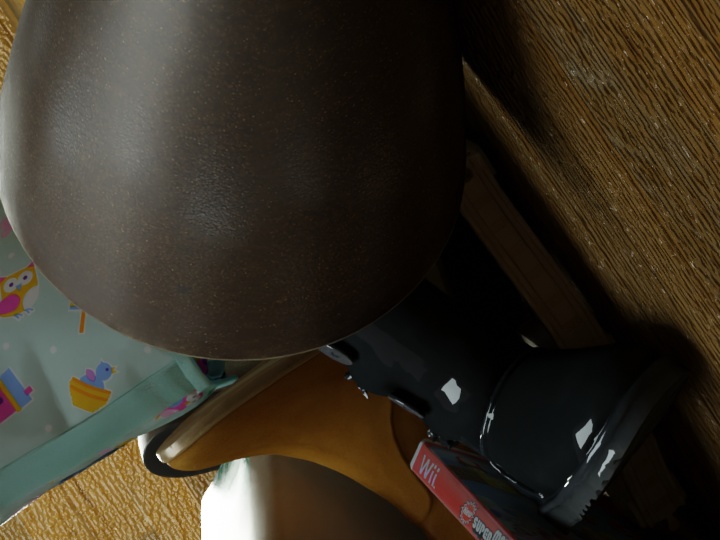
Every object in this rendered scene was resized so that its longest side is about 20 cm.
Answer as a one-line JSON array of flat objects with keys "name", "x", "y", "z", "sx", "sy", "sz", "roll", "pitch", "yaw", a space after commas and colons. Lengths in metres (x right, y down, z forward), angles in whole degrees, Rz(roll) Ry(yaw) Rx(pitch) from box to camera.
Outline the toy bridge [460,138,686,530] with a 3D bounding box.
[{"name": "toy bridge", "x": 0.090, "y": 0.033, "z": 1.227, "sx": 0.201, "sy": 0.027, "sz": 0.067, "roll": 58, "pitch": 172, "yaw": -21}]

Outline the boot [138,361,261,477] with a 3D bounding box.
[{"name": "boot", "x": -0.027, "y": 0.050, "z": 1.522, "sx": 0.074, "sy": 0.199, "sz": 0.076, "roll": 99, "pitch": 157, "yaw": -48}]

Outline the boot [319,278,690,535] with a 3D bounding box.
[{"name": "boot", "x": 0.026, "y": 0.018, "z": 1.154, "sx": 0.200, "sy": 0.066, "sz": 0.165, "roll": 39, "pitch": 159, "yaw": 6}]

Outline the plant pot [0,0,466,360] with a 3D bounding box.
[{"name": "plant pot", "x": -0.042, "y": -0.097, "z": 1.036, "sx": 0.187, "sy": 0.186, "sz": 0.200, "roll": 54, "pitch": 159, "yaw": 21}]

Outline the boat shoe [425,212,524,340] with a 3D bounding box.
[{"name": "boat shoe", "x": 0.011, "y": -0.025, "z": 1.259, "sx": 0.201, "sy": 0.064, "sz": 0.071, "roll": 64, "pitch": -150, "yaw": -12}]

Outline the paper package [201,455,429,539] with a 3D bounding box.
[{"name": "paper package", "x": 0.021, "y": 0.154, "z": 1.393, "sx": 0.190, "sy": 0.104, "sz": 0.200, "roll": 21, "pitch": -154, "yaw": -13}]

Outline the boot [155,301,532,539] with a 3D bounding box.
[{"name": "boot", "x": 0.019, "y": 0.088, "z": 1.298, "sx": 0.145, "sy": 0.201, "sz": 0.071, "roll": 62, "pitch": 153, "yaw": -3}]

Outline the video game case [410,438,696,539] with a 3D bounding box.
[{"name": "video game case", "x": 0.118, "y": 0.135, "z": 1.211, "sx": 0.142, "sy": 0.018, "sz": 0.200, "roll": 19, "pitch": -168, "yaw": -27}]

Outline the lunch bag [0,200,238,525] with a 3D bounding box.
[{"name": "lunch bag", "x": -0.158, "y": 0.042, "z": 1.445, "sx": 0.122, "sy": 0.170, "sz": 0.200, "roll": 55, "pitch": -172, "yaw": -35}]
